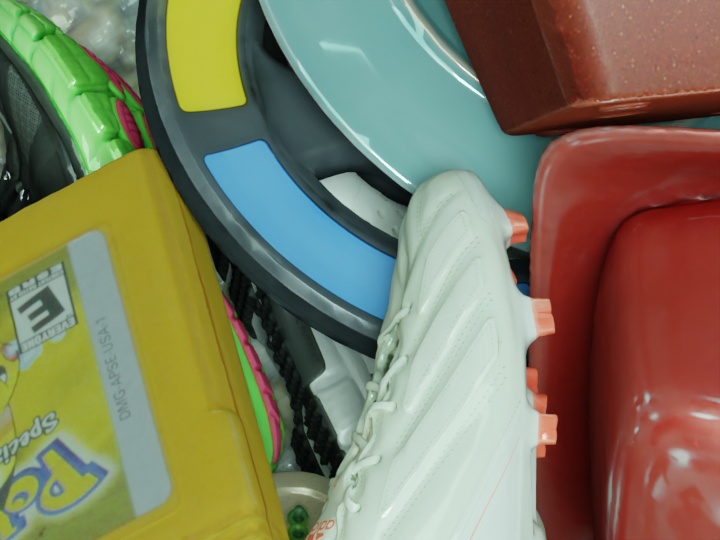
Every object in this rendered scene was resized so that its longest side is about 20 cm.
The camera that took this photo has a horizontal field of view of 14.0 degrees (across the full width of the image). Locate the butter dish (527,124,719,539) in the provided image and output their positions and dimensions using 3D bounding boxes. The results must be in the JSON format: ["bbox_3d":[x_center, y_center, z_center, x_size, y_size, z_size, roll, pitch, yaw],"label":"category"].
[{"bbox_3d":[0.139,0.074,0.812,0.199,0.200,0.148,5,46,8],"label":"butter dish"}]

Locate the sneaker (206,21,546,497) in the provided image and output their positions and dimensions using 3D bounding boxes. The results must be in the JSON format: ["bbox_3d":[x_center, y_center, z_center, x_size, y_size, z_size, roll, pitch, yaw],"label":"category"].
[{"bbox_3d":[0.000,0.000,0.940,0.080,0.074,0.201,-20,77,-14],"label":"sneaker"}]

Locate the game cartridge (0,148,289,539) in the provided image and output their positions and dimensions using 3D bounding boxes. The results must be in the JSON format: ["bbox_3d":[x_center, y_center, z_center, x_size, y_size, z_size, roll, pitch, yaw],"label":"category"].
[{"bbox_3d":[-0.111,0.071,0.826,0.176,0.032,0.200,-28,41,8],"label":"game cartridge"}]

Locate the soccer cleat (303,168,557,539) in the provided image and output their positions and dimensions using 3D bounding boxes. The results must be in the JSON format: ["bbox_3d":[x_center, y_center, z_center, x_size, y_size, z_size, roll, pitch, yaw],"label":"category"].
[{"bbox_3d":[0.016,0.063,0.801,0.077,0.069,0.201,-2,65,-3],"label":"soccer cleat"}]

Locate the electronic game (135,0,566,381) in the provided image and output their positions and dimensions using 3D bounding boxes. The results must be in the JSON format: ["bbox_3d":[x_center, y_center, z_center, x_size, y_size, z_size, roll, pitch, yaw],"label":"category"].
[{"bbox_3d":[0.026,-0.055,0.916,0.199,0.042,0.201,12,56,-18],"label":"electronic game"}]

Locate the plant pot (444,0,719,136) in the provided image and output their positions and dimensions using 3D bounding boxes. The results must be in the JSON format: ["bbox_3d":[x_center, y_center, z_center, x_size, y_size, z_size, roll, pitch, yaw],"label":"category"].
[{"bbox_3d":[0.103,-0.132,0.801,0.199,0.200,0.177,-6,90,-6],"label":"plant pot"}]

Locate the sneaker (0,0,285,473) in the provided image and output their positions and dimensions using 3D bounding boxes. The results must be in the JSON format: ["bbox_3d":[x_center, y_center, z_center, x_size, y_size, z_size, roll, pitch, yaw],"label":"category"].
[{"bbox_3d":[-0.096,-0.005,0.942,0.084,0.077,0.200,-29,63,11],"label":"sneaker"}]

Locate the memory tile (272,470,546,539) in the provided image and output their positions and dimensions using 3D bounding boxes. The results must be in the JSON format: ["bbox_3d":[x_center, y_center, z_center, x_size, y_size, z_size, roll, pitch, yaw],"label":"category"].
[{"bbox_3d":[-0.016,0.135,0.807,0.153,0.017,0.200,3,47,-6],"label":"memory tile"}]

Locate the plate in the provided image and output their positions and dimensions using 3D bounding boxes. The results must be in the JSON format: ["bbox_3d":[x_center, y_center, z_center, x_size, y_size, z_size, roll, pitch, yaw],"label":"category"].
[{"bbox_3d":[0.058,-0.093,0.915,0.199,0.026,0.201,14,55,-20],"label":"plate"}]
